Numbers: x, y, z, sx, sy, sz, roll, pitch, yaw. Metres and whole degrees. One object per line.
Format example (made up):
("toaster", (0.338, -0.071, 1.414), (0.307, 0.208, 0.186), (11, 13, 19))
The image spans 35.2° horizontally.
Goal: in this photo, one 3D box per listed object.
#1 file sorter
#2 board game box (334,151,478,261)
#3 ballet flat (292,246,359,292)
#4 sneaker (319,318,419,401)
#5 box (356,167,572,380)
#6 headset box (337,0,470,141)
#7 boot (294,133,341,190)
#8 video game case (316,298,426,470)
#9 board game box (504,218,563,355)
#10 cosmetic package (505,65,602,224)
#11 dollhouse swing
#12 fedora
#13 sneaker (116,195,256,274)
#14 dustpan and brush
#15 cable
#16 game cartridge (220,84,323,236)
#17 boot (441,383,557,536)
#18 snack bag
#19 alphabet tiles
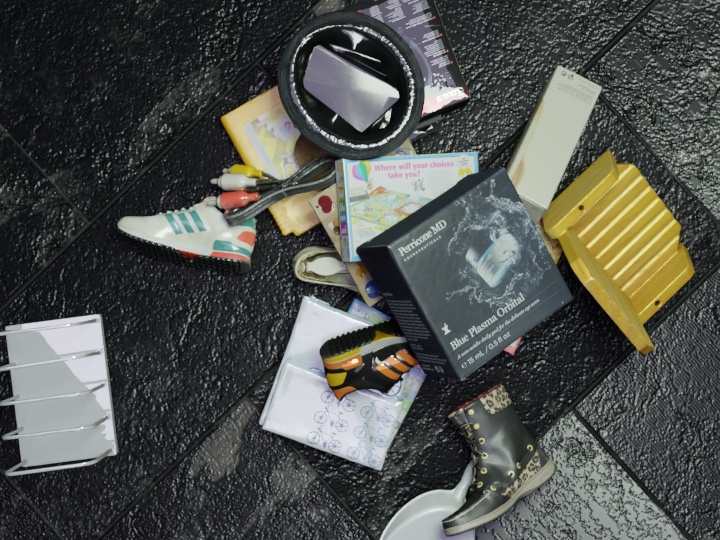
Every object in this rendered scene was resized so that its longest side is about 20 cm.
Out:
("file sorter", (-0.426, 0.170, 1.567), (0.137, 0.125, 0.203), (-7, 89, 0))
("board game box", (0.068, -0.087, 1.527), (0.197, 0.034, 0.136), (-5, 92, -21))
("ballet flat", (0.000, 0.000, 1.585), (0.197, 0.069, 0.070), (3, 90, 6))
("sneaker", (0.046, 0.122, 1.564), (0.197, 0.070, 0.091), (-13, 111, -5))
("box", (0.135, 0.004, 1.473), (0.196, 0.117, 0.201), (-33, 100, -17))
("headset box", (0.057, -0.285, 1.590), (0.147, 0.077, 0.202), (-22, 90, 1))
("boot", (-0.009, -0.124, 1.580), (0.200, 0.074, 0.075), (47, 120, -6))
("video game case", (0.008, 0.161, 1.617), (0.142, 0.018, 0.202), (28, 90, 1))
("board game box", (0.190, -0.005, 1.602), (0.150, 0.046, 0.202), (25, 90, 1))
("cosmetic package", (0.249, -0.164, 1.549), (0.070, 0.105, 0.202), (26, 71, 2))
("dollhouse swing", (0.364, -0.023, 1.510), (0.182, 0.176, 0.200), (-43, 108, 0))
("fedora", (-0.013, -0.240, 1.506), (0.198, 0.092, 0.204), (0, 91, -2))
("sneaker", (-0.241, -0.061, 1.604), (0.197, 0.070, 0.094), (12, 71, 3))
("dustpan and brush", (0.126, 0.344, 1.604), (0.139, 0.057, 0.201), (33, 96, -11))
("cable", (-0.121, -0.115, 1.542), (0.198, 0.050, 0.098), (-10, 46, 31))
("game cartridge", (-0.077, -0.171, 1.612), (0.175, 0.032, 0.202), (-30, 89, 0))
("boot", (0.165, 0.261, 1.566), (0.199, 0.073, 0.152), (-27, 86, -26))
("snack bag", (-0.025, 0.157, 1.598), (0.186, 0.021, 0.202), (20, 90, 1))
("alphabet tiles", (0.045, -0.052, 1.544), (0.166, 0.008, 0.201), (-33, 102, -16))
